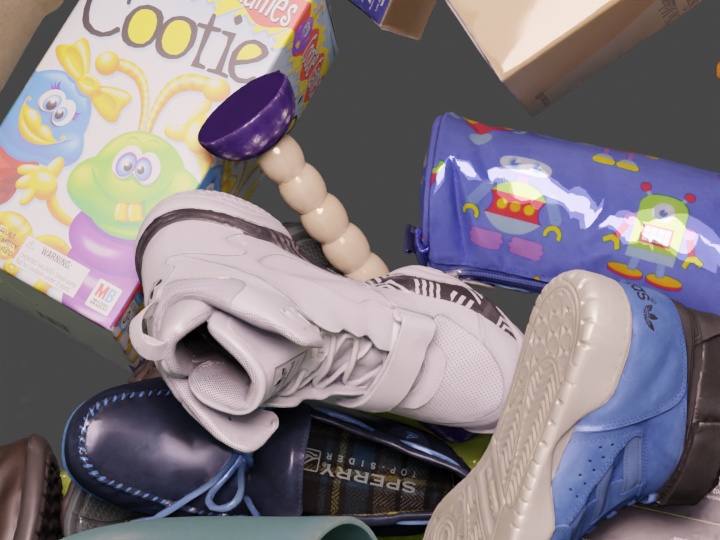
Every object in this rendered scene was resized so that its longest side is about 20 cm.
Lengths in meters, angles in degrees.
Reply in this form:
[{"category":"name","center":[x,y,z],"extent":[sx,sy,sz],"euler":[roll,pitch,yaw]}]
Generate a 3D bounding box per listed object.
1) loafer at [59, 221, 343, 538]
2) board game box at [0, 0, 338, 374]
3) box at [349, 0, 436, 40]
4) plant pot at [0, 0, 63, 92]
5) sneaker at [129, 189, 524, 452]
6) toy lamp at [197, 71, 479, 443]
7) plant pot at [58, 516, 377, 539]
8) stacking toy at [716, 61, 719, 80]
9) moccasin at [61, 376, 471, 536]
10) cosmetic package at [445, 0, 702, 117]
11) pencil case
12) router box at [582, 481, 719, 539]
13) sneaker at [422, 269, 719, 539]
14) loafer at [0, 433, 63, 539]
[{"category":"loafer","center":[-0.078,0.061,1.166],"extent":[0.072,0.063,0.200],"euler":[42,81,-24]},{"category":"board game box","center":[-0.106,-0.066,1.172],"extent":[0.105,0.103,0.201],"euler":[28,78,11]},{"category":"box","center":[-0.003,-0.208,1.179],"extent":[0.200,0.032,0.122],"euler":[44,116,50]},{"category":"plant pot","center":[-0.243,-0.105,1.112],"extent":[0.200,0.200,0.184],"euler":[19,84,9]},{"category":"sneaker","center":[-0.013,0.041,1.052],"extent":[0.199,0.115,0.075],"euler":[23,117,-8]},{"category":"toy lamp","center":[0.000,0.000,1.125],"extent":[0.058,0.058,0.200],"euler":[-42,112,-8]},{"category":"plant pot","center":[-0.089,0.201,1.054],"extent":[0.160,0.201,0.202],"euler":[5,74,19]},{"category":"stacking toy","center":[0.275,-0.112,1.175],"extent":[0.199,0.110,0.117],"euler":[-6,83,17]},{"category":"moccasin","center":[-0.037,0.083,1.108],"extent":[0.199,0.068,0.081],"euler":[4,85,-20]},{"category":"cosmetic package","center":[0.140,-0.166,1.165],"extent":[0.200,0.105,0.071],"euler":[-35,77,8]},{"category":"pencil case","center":[0.119,-0.018,1.157],"extent":[0.199,0.078,0.087],"euler":[12,75,7]},{"category":"router box","center":[0.185,0.157,1.116],"extent":[0.199,0.051,0.150],"euler":[13,77,7]},{"category":"sneaker","center":[0.105,0.102,1.071],"extent":[0.111,0.077,0.201],"euler":[14,106,-27]},{"category":"loafer","center":[-0.195,0.170,1.125],"extent":[0.071,0.073,0.201],"euler":[14,76,6]}]
